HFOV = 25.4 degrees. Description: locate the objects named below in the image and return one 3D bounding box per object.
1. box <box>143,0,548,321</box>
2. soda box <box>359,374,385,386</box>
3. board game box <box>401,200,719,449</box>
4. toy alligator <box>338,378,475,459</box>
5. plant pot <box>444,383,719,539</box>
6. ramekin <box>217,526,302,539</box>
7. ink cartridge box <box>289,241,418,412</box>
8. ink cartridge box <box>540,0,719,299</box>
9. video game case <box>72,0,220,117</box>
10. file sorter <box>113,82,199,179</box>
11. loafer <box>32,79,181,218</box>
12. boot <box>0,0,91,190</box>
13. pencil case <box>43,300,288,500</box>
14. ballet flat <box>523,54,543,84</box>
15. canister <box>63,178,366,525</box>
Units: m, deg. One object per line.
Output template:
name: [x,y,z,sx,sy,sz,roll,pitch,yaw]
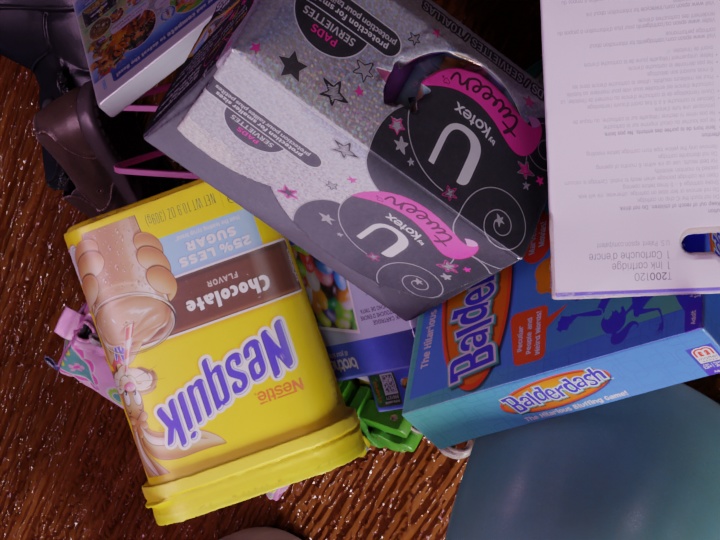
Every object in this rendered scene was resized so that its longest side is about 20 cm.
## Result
box: [0.001,-0.082,0.913,0.199,0.115,0.132,34,149,-16]
soda box: [0.008,-0.028,1.117,0.068,0.063,0.202,16,116,39]
board game box: [0.123,0.009,0.935,0.199,0.153,0.045,-21,133,34]
toy alligator: [0.014,0.112,1.179,0.199,0.060,0.054,17,159,38]
plant pot: [0.136,0.178,0.948,0.199,0.162,0.202,20,143,16]
ramekin: [-0.085,0.311,1.320,0.199,0.097,0.203,19,118,39]
ink cartridge box: [0.000,0.000,1.053,0.119,0.042,0.202,-14,97,55]
ink cartridge box: [0.193,-0.089,0.844,0.196,0.043,0.202,-2,91,18]
video game case: [-0.139,-0.211,1.103,0.143,0.018,0.201,-35,44,14]
file sorter: [-0.102,-0.084,1.157,0.138,0.125,0.202,6,110,42]
loafer: [-0.193,-0.072,1.240,0.070,0.074,0.201,-4,139,16]
boot: [-0.266,-0.152,1.326,0.199,0.076,0.170,5,106,37]
pencil case: [-0.122,0.082,1.139,0.199,0.088,0.088,31,130,2]
ballet flat: [0.138,-0.119,0.963,0.072,0.071,0.200,58,138,10]
canister: [-0.097,0.046,1.048,0.147,0.087,0.202,-19,92,5]
